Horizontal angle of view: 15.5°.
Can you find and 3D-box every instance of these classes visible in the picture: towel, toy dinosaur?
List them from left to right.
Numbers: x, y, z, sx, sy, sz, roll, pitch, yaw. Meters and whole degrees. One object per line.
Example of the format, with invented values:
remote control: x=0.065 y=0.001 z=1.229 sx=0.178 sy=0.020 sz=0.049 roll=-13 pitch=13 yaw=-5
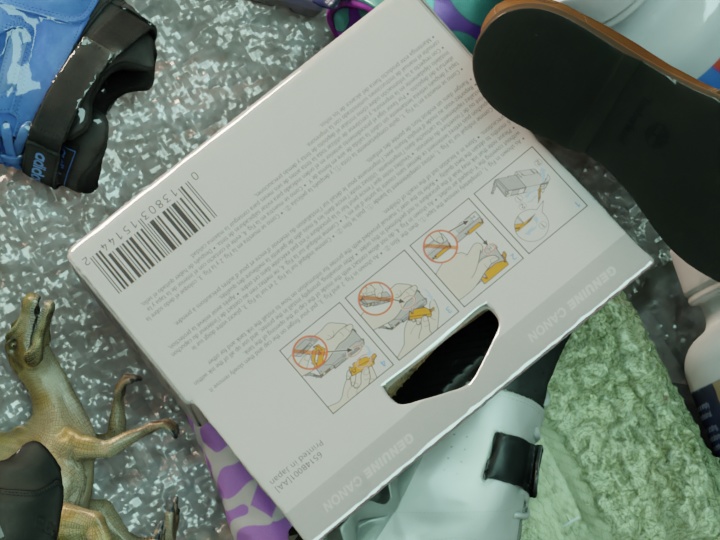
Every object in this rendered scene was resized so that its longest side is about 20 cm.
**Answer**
toy dinosaur: x=-0.137 y=0.116 z=1.217 sx=0.100 sy=0.058 sz=0.202 roll=6 pitch=79 yaw=5
towel: x=0.075 y=0.066 z=1.230 sx=0.148 sy=0.037 sz=0.201 roll=-25 pitch=74 yaw=0

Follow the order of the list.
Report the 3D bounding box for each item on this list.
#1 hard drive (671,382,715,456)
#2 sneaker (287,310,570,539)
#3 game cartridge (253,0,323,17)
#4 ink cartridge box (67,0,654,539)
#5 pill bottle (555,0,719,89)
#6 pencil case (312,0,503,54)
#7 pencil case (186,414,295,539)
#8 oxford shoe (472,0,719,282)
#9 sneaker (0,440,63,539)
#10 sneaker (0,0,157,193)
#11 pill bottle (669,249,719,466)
hard drive: x=0.130 y=0.123 z=1.278 sx=0.198 sy=0.033 sz=0.141 roll=8 pitch=76 yaw=-11
sneaker: x=0.048 y=0.092 z=1.178 sx=0.088 sy=0.074 sz=0.200 roll=43 pitch=72 yaw=-11
game cartridge: x=-0.100 y=-0.213 z=1.299 sx=0.199 sy=0.038 sz=0.131 roll=15 pitch=79 yaw=-9
ink cartridge box: x=0.000 y=0.000 z=1.172 sx=0.200 sy=0.045 sz=0.176 roll=-38 pitch=73 yaw=-9
pill bottle: x=0.166 y=-0.114 z=1.256 sx=0.199 sy=0.112 sz=0.113 roll=30 pitch=70 yaw=-36
pencil case: x=0.070 y=-0.162 z=1.298 sx=0.200 sy=0.092 sz=0.085 roll=-45 pitch=127 yaw=-19
pencil case: x=-0.033 y=0.111 z=1.219 sx=0.085 sy=0.084 sz=0.201 roll=-24 pitch=80 yaw=22
oxford shoe: x=0.139 y=-0.061 z=1.175 sx=0.200 sy=0.071 sz=0.071 roll=37 pitch=108 yaw=-9
sneaker: x=-0.225 y=0.099 z=1.175 sx=0.198 sy=0.076 sz=0.091 roll=13 pitch=67 yaw=3
sneaker: x=-0.177 y=-0.064 z=1.224 sx=0.111 sy=0.077 sz=0.200 roll=41 pitch=69 yaw=5
pill bottle: x=0.218 y=0.069 z=1.234 sx=0.110 sy=0.111 sz=0.201 roll=-18 pitch=82 yaw=-16
